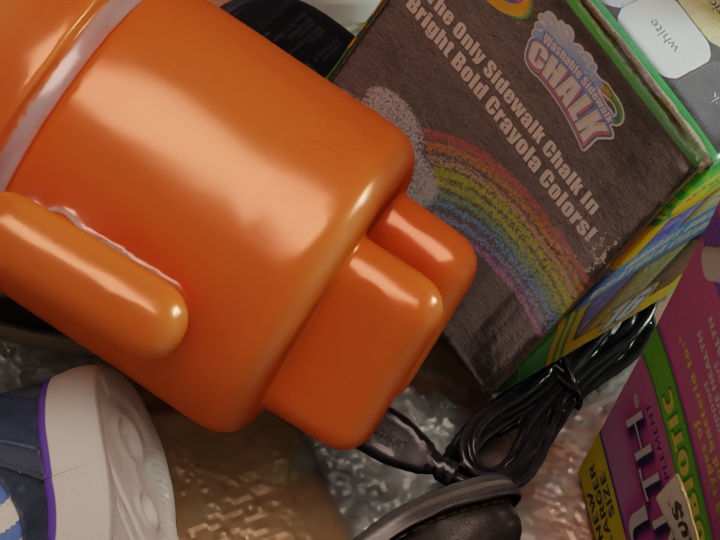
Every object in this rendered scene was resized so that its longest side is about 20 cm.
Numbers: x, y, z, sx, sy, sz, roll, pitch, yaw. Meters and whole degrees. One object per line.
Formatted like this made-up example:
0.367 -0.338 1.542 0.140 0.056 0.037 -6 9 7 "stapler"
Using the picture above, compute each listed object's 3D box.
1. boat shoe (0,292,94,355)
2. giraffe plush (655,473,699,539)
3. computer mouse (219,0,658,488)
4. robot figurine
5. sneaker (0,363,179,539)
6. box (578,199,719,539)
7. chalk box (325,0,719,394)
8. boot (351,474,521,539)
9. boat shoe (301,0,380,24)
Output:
-0.162 -0.017 0.960 0.198 0.063 0.073 7 58 -8 "boat shoe"
0.045 0.157 0.777 0.161 0.173 0.201 -9 47 -15 "giraffe plush"
0.000 0.000 0.992 0.200 0.046 0.141 38 52 0 "computer mouse"
-0.063 -0.027 0.888 0.199 0.117 0.144 33 67 4 "robot figurine"
-0.129 0.127 0.853 0.146 0.081 0.201 -22 44 14 "sneaker"
0.154 0.092 0.876 0.096 0.200 0.177 -6 62 -13 "box"
0.090 -0.074 0.925 0.123 0.200 0.125 -28 76 -39 "chalk box"
0.026 0.182 0.886 0.200 0.069 0.174 -41 77 -21 "boot"
-0.061 -0.170 1.067 0.199 0.064 0.071 36 60 11 "boat shoe"
